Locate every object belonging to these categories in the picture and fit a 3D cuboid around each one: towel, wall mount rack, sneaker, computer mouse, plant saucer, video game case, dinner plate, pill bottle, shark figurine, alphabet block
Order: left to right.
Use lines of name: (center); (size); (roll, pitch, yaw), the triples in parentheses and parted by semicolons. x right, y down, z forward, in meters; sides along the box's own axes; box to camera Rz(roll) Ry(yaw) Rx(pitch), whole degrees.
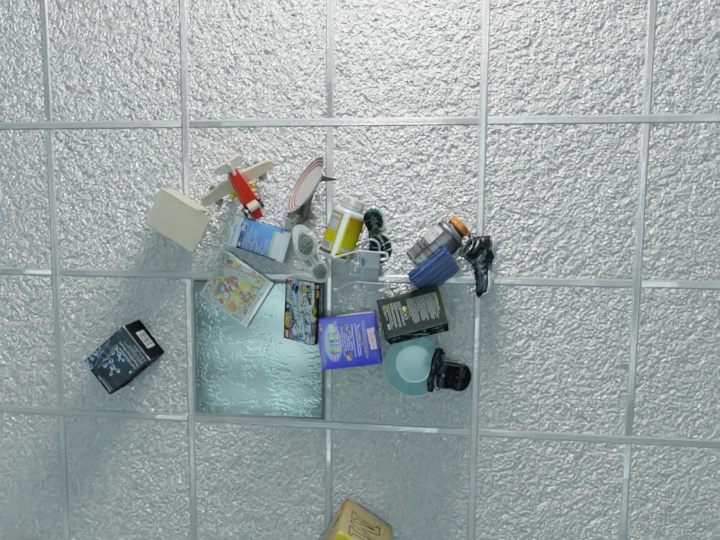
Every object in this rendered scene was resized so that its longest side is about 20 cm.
video game case: (-0.419, 0.062, 1.742); (0.199, 0.023, 0.183); (34, 97, 2)
sneaker: (-0.171, -0.057, 1.630); (0.077, 0.099, 0.202); (-28, 115, -15)
dinner plate: (-0.167, -0.268, 1.614); (0.024, 0.200, 0.201); (30, 99, -25)
shark figurine: (-0.162, -0.215, 1.678); (0.089, 0.128, 0.217); (33, 79, -23)
pill bottle: (-0.053, -0.133, 1.644); (0.108, 0.109, 0.203); (21, 97, 4)
alphabet block: (-0.024, 0.923, 1.687); (0.195, 0.200, 0.197); (29, 97, 3)
wall mount rack: (0.000, 0.000, 1.632); (0.171, 0.075, 0.203); (3, 119, 1)
sneaker: (0.059, -0.121, 1.653); (0.076, 0.087, 0.203); (-6, 118, 7)
plant saucer: (0.178, 0.311, 1.694); (0.197, 0.039, 0.205); (1, 96, 6)
towel: (0.230, 0.005, 1.593); (0.144, 0.200, 0.024); (-39, 62, 7)
pill bottle: (0.247, -0.082, 1.618); (0.200, 0.106, 0.106); (-42, 90, 8)
computer mouse: (0.278, 0.328, 1.642); (0.198, 0.052, 0.141); (22, 80, -38)
sneaker: (0.361, -0.017, 1.614); (0.112, 0.075, 0.204); (9, 91, -18)

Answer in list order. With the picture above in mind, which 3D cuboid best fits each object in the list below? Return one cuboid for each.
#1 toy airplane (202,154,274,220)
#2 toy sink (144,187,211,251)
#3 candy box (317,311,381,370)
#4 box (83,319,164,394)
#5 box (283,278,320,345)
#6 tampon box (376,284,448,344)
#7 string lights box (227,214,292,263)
toy airplane: (-0.392, -0.279, 1.650); (0.197, 0.141, 0.202); (12, 100, -22)
toy sink: (-0.579, -0.164, 1.695); (0.198, 0.112, 0.132); (30, 97, 8)
candy box: (-0.035, 0.229, 1.690); (0.197, 0.077, 0.172); (-7, 93, 8)
box: (-0.809, 0.295, 1.761); (0.199, 0.107, 0.149); (-39, 91, 8)
box: (-0.193, 0.132, 1.682); (0.136, 0.040, 0.204); (8, 98, 42)
tampon box: (0.166, 0.141, 1.610); (0.197, 0.150, 0.128); (-15, 73, 6)
string lights box: (-0.329, -0.105, 1.700); (0.197, 0.059, 0.104); (19, 96, 4)
